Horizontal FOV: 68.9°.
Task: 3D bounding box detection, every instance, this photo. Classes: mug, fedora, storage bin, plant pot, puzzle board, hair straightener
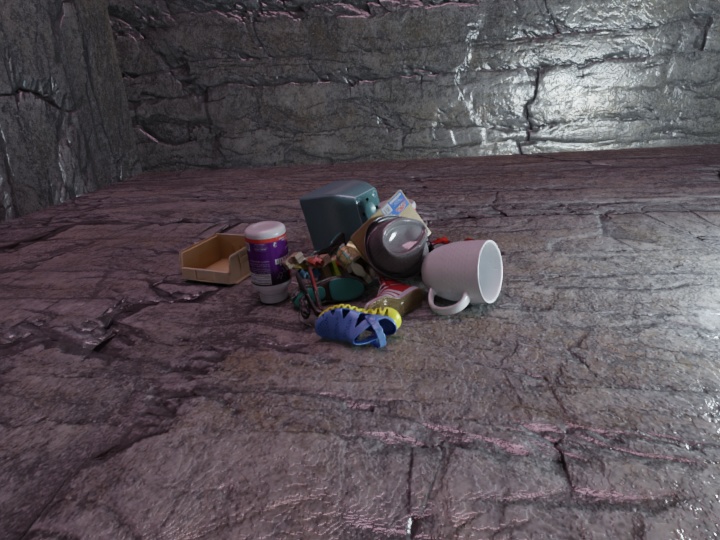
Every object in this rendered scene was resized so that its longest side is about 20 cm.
[{"bbox_3d":[0.235,0.023,1.292,0.172,0.149,0.203,0,49,39],"label":"mug"},{"bbox_3d":[0.105,-0.075,1.329,0.196,0.181,0.090,-16,-15,-27],"label":"fedora"},{"bbox_3d":[-0.428,-0.038,1.641,0.195,0.097,0.198,5,23,24],"label":"storage bin"},{"bbox_3d":[-0.040,-0.176,1.656,0.196,0.202,0.194,-4,20,41],"label":"plant pot"},{"bbox_3d":[0.082,-0.094,1.407,0.200,0.152,0.017,-44,16,-17],"label":"puzzle board"},{"bbox_3d":[-0.134,0.077,1.281,0.075,0.042,0.203,-15,48,-8],"label":"hair straightener"}]

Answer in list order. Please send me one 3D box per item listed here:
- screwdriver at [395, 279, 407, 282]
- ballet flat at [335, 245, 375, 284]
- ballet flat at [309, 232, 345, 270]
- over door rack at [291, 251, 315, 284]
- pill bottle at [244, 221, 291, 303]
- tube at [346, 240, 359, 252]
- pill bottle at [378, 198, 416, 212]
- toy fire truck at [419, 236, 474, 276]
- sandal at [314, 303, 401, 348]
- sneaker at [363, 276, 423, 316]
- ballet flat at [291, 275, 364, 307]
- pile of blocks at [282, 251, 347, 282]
[{"bbox_3d":[0.085,0.023,1.404,0.029,0.028,0.200,-31,12,-8],"label":"screwdriver"},{"bbox_3d":[0.000,0.000,1.401,0.069,0.073,0.200,8,-19,30],"label":"ballet flat"},{"bbox_3d":[-0.082,-0.043,1.509,0.068,0.069,0.200,36,38,8],"label":"ballet flat"},{"bbox_3d":[-0.177,-0.004,1.534,0.194,0.069,0.148,2,21,18],"label":"over door rack"},{"bbox_3d":[-0.244,-0.022,1.404,0.109,0.206,0.113,-4,20,2],"label":"pill bottle"},{"bbox_3d":[0.051,-0.029,1.472,0.195,0.053,0.058,19,15,8],"label":"tube"},{"bbox_3d":[0.110,-0.096,1.511,0.107,0.206,0.111,-5,21,2],"label":"pill bottle"},{"bbox_3d":[0.271,-0.046,1.497,0.172,0.132,0.200,10,36,34],"label":"toy fire truck"},{"bbox_3d":[-0.011,0.127,1.152,0.194,0.081,0.088,-4,35,15],"label":"sandal"},{"bbox_3d":[0.053,0.071,1.280,0.197,0.073,0.111,-14,25,-43],"label":"sneaker"},{"bbox_3d":[-0.087,0.049,1.379,0.194,0.076,0.074,-7,21,-10],"label":"ballet flat"},{"bbox_3d":[-0.106,-0.007,1.388,0.195,0.085,0.062,0,-2,-31],"label":"pile of blocks"}]
